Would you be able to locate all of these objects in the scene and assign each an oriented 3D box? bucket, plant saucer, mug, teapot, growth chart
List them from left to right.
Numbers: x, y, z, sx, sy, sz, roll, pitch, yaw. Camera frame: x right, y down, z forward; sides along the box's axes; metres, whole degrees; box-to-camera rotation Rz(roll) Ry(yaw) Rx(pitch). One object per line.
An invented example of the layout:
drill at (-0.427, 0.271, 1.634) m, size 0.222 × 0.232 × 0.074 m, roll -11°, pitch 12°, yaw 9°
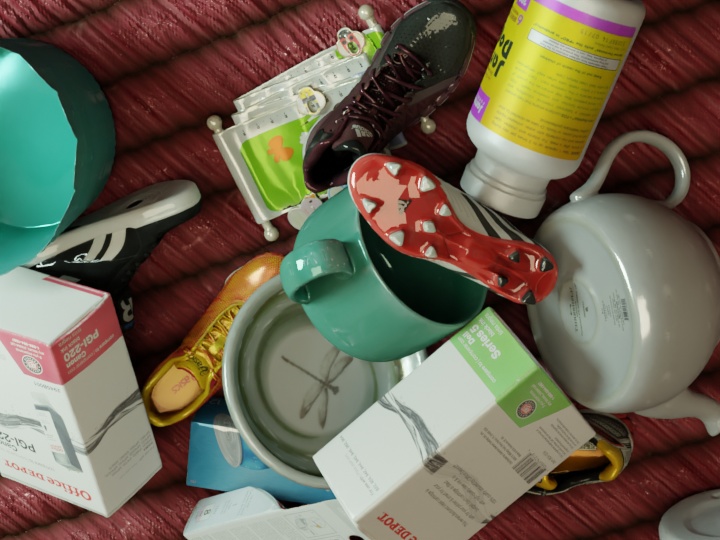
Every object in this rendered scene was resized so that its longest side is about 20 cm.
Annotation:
bucket at (-0.316, -0.106, 1.423) m, size 0.206 × 0.135 × 0.208 m, roll 2°, pitch 104°, yaw 9°
plant saucer at (-0.035, 0.096, 1.472) m, size 0.199 × 0.050 × 0.201 m, roll 6°, pitch 76°, yaw -24°
growth chart at (-0.034, -0.122, 1.451) m, size 0.200 × 0.018 × 0.145 m, roll -31°, pitch 103°, yaw 17°
mug at (0.005, -0.006, 1.404) m, size 0.185 × 0.152 × 0.114 m, roll 32°, pitch 137°, yaw -29°
teapot at (0.242, 0.017, 1.396) m, size 0.146 × 0.198 × 0.200 m, roll -12°, pitch 138°, yaw -26°

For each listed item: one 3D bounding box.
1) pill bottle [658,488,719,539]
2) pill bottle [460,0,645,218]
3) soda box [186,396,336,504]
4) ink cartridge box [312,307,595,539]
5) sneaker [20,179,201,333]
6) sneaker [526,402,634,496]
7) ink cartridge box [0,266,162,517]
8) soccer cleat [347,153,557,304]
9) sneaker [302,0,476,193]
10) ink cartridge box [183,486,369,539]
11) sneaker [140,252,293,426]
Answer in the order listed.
pill bottle at (0.344, 0.311, 1.494) m, size 0.119 × 0.120 × 0.201 m, roll -10°, pitch 107°, yaw 11°
pill bottle at (0.153, -0.148, 1.370) m, size 0.104 × 0.104 × 0.201 m, roll 22°, pitch 110°, yaw 0°
soda box at (-0.057, 0.172, 1.529) m, size 0.199 × 0.064 × 0.068 m, roll 8°, pitch 110°, yaw 4°
ink cartridge box at (0.080, 0.149, 1.400) m, size 0.200 × 0.084 × 0.146 m, roll -40°, pitch 141°, yaw 3°
sneaker at (-0.211, -0.003, 1.492) m, size 0.199 × 0.073 × 0.112 m, roll -19°, pitch 109°, yaw 22°
sneaker at (0.146, 0.161, 1.488) m, size 0.199 × 0.082 × 0.078 m, roll -8°, pitch 108°, yaw 11°
ink cartridge box at (-0.275, 0.107, 1.474) m, size 0.145 × 0.085 × 0.200 m, roll 14°, pitch 133°, yaw 33°
soccer cleat at (0.073, -0.035, 1.358) m, size 0.200 × 0.085 × 0.069 m, roll 28°, pitch 97°, yaw -13°
sneaker at (0.022, -0.134, 1.367) m, size 0.076 × 0.116 × 0.200 m, roll 38°, pitch 111°, yaw -7°
ink cartridge box at (-0.039, 0.255, 1.502) m, size 0.200 × 0.057 × 0.163 m, roll -22°, pitch 123°, yaw 36°
sneaker at (-0.124, 0.068, 1.495) m, size 0.073 × 0.077 × 0.200 m, roll 38°, pitch 103°, yaw -5°
